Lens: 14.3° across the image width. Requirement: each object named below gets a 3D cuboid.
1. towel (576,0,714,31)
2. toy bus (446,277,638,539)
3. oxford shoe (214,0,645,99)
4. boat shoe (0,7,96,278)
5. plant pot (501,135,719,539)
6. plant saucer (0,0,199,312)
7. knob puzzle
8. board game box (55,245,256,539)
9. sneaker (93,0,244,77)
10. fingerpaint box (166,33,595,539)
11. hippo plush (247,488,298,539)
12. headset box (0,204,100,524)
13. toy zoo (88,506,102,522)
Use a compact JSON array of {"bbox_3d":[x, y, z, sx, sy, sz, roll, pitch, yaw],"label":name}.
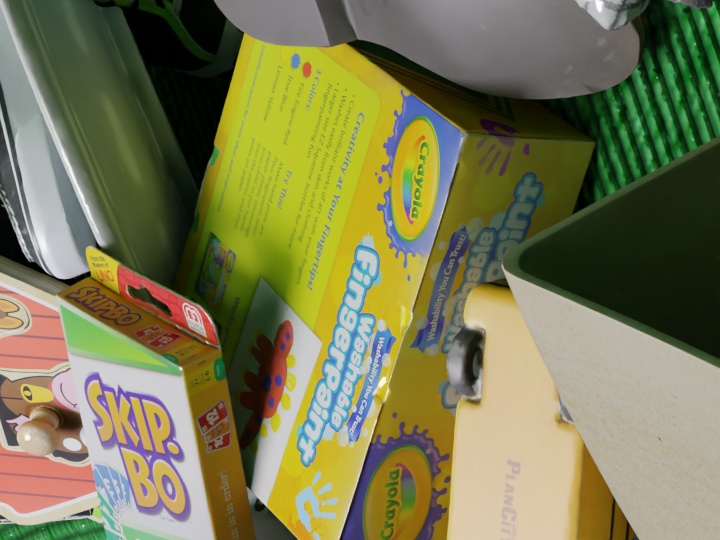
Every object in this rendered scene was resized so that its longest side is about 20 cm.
[{"bbox_3d":[0.079,-0.210,1.002,0.200,0.085,0.166,55,149,28],"label":"towel"},{"bbox_3d":[0.078,0.104,1.145,0.065,0.078,0.201,12,104,37],"label":"toy bus"},{"bbox_3d":[0.034,-0.121,1.140,0.199,0.071,0.072,17,134,33],"label":"oxford shoe"},{"bbox_3d":[-0.178,-0.065,1.347,0.074,0.068,0.200,69,177,-54],"label":"boat shoe"},{"bbox_3d":[0.192,0.056,0.836,0.200,0.199,0.178,26,138,55],"label":"plant pot"},{"bbox_3d":[-0.113,-0.065,1.322,0.200,0.050,0.201,156,90,-88],"label":"plant saucer"},{"bbox_3d":[-0.178,0.062,1.354,0.220,0.219,0.031,108,178,-48],"label":"knob puzzle"},{"bbox_3d":[-0.084,0.091,1.255,0.095,0.030,0.201,26,132,45],"label":"board game box"},{"bbox_3d":[-0.110,-0.131,1.374,0.200,0.082,0.072,-3,78,62],"label":"sneaker"},{"bbox_3d":[0.000,0.000,1.221,0.167,0.073,0.201,40,120,47],"label":"fingerpaint box"},{"bbox_3d":[-0.027,0.181,1.395,0.200,0.159,0.162,-61,-13,-70],"label":"hippo plush"},{"bbox_3d":[-0.184,-0.002,1.465,0.201,0.092,0.175,-83,-15,-45],"label":"headset box"},{"bbox_3d":[-0.087,0.059,1.426,0.200,0.020,0.132,-17,51,68],"label":"toy zoo"}]
